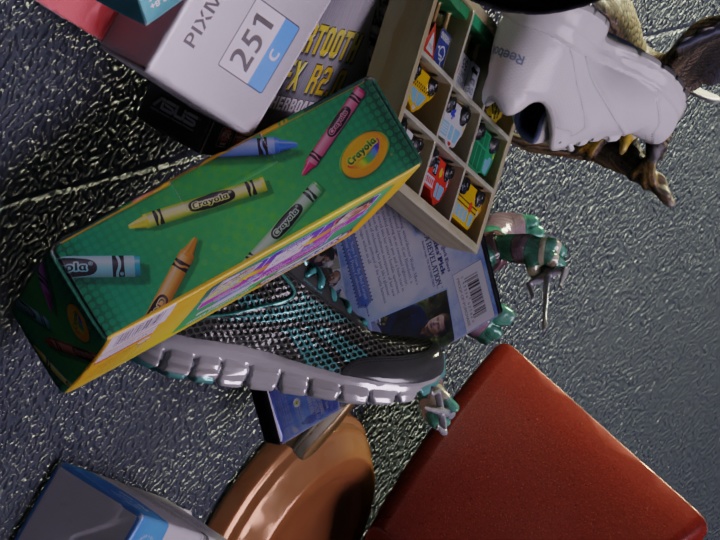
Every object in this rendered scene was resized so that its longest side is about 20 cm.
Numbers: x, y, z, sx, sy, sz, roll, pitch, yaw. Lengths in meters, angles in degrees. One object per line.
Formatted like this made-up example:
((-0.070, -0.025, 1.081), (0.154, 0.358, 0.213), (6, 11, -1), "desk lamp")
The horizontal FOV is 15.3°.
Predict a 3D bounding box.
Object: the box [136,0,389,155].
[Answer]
((-0.028, -0.139, 1.492), (0.200, 0.048, 0.159), (4, 113, -65), "box")

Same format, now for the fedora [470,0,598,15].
((0.092, -0.223, 1.389), (0.092, 0.200, 0.201), (-61, 172, -70), "fedora")

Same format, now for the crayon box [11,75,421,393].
((-0.076, -0.018, 1.396), (0.200, 0.058, 0.119), (-30, 175, -23), "crayon box")

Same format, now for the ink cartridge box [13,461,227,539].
((-0.143, 0.194, 1.611), (0.116, 0.068, 0.200), (-60, 157, -1), "ink cartridge box")

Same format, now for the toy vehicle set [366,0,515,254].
((0.048, -0.093, 1.570), (0.200, 0.026, 0.125), (34, 71, -68), "toy vehicle set")

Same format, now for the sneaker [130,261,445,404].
((-0.038, 0.025, 1.533), (0.199, 0.078, 0.092), (10, 95, -24), "sneaker")

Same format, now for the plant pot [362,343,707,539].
((0.090, 0.212, 1.899), (0.176, 0.200, 0.200), (-36, 162, -38), "plant pot")

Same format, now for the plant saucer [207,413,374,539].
((-0.050, 0.189, 1.834), (0.200, 0.037, 0.201), (-45, 151, -33), "plant saucer")

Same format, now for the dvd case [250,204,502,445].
((0.000, 0.000, 1.629), (0.200, 0.018, 0.143), (-29, 112, -36), "dvd case")

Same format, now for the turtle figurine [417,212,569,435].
((0.073, 0.020, 1.816), (0.150, 0.101, 0.200), (-49, 178, 17), "turtle figurine")

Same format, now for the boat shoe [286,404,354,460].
((-0.006, 0.025, 1.700), (0.200, 0.069, 0.074), (-58, -179, -21), "boat shoe")

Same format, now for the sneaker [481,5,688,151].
((0.130, -0.112, 1.636), (0.200, 0.074, 0.087), (25, 91, -52), "sneaker")

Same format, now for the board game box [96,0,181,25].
((-0.079, -0.234, 1.196), (0.151, 0.047, 0.201), (-39, 135, -23), "board game box")

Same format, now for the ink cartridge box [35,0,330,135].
((-0.066, -0.188, 1.308), (0.176, 0.045, 0.201), (31, 89, -51), "ink cartridge box")

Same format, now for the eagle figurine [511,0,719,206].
((0.193, -0.139, 1.784), (0.151, 0.151, 0.201), (-6, 133, -16), "eagle figurine")
